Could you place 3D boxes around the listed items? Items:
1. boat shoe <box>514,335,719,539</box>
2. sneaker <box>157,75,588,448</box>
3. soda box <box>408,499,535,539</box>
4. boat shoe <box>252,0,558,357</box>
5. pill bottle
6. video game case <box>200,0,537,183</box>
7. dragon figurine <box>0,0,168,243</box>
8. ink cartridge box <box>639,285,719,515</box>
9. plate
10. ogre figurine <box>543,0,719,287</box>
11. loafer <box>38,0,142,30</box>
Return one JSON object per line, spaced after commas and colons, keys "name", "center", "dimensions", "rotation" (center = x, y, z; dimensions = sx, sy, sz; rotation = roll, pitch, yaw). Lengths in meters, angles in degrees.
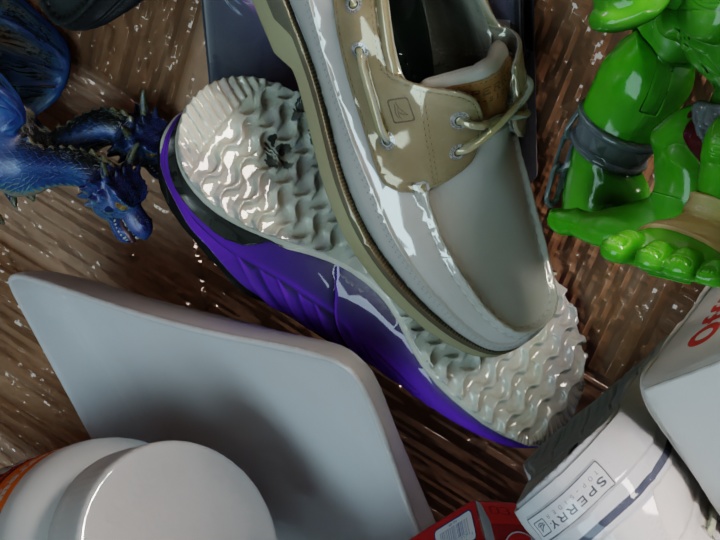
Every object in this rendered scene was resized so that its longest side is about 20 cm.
{"name": "boat shoe", "center": [0.099, 0.079, 0.800], "dimensions": [0.074, 0.200, 0.067], "rotation": [-43, 87, 18]}
{"name": "sneaker", "center": [0.000, -0.001, 0.905], "dimensions": [0.200, 0.070, 0.099], "rotation": [40, 159, -12]}
{"name": "soda box", "center": [0.014, 0.157, 0.883], "dimensions": [0.200, 0.070, 0.064], "rotation": [-37, 57, 41]}
{"name": "boat shoe", "center": [0.024, -0.060, 0.819], "dimensions": [0.068, 0.075, 0.200], "rotation": [-17, 106, 44]}
{"name": "pill bottle", "center": [-0.121, 0.132, 0.979], "dimensions": [0.110, 0.110, 0.200], "rotation": [55, 148, -8]}
{"name": "video game case", "center": [-0.002, -0.133, 0.852], "dimensions": [0.142, 0.019, 0.201], "rotation": [13, 124, 26]}
{"name": "dragon figurine", "center": [-0.161, -0.081, 0.958], "dimensions": [0.200, 0.059, 0.099], "rotation": [46, 131, 0]}
{"name": "ink cartridge box", "center": [0.208, 0.006, 0.718], "dimensions": [0.200, 0.146, 0.084], "rotation": [-26, 102, 41]}
{"name": "plate", "center": [-0.040, 0.083, 0.964], "dimensions": [0.200, 0.032, 0.200], "rotation": [13, 140, 39]}
{"name": "ogre figurine", "center": [0.116, -0.057, 0.735], "dimensions": [0.098, 0.200, 0.120], "rotation": [14, 94, 5]}
{"name": "loafer", "center": [-0.098, -0.158, 0.846], "dimensions": [0.068, 0.070, 0.201], "rotation": [55, 146, 15]}
